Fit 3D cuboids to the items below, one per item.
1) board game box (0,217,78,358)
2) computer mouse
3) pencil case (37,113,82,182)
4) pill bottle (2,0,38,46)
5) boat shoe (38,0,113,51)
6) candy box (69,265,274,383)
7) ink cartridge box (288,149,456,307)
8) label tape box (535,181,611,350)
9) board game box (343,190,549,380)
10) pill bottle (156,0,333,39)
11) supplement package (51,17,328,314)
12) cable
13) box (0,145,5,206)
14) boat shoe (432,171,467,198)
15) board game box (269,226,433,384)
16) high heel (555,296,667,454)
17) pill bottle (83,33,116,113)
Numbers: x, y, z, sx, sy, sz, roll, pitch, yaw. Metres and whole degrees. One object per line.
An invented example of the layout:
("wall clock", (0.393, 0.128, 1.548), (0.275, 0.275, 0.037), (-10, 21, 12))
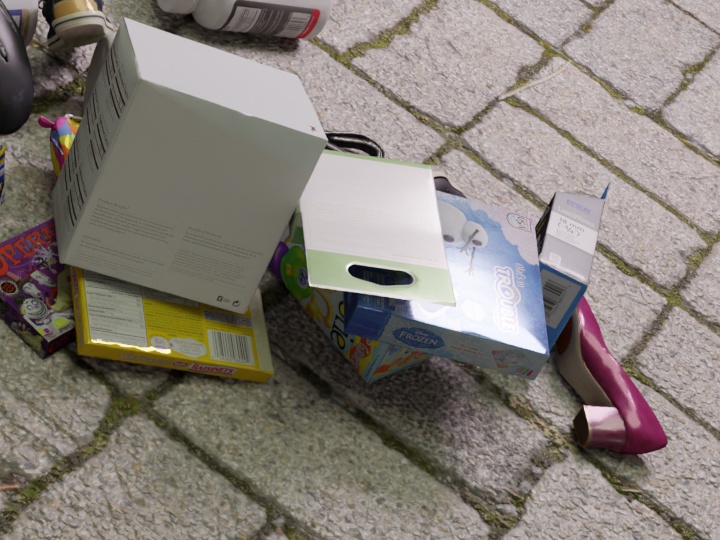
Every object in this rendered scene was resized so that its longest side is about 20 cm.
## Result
("board game box", (-0.273, 0.000, 1.561), (0.120, 0.032, 0.200), (38, 39, 17))
("computer mouse", (-0.398, -0.227, 1.622), (0.140, 0.201, 0.046), (-23, 19, -39))
("pencil case", (-0.222, -0.131, 1.644), (0.199, 0.089, 0.089), (-10, 51, -16))
("pill bottle", (-0.448, -0.275, 1.681), (0.200, 0.116, 0.116), (-12, 54, -40))
("boat shoe", (-0.306, -0.275, 1.730), (0.074, 0.200, 0.063), (-14, 92, -9))
("candy box", (-0.179, 0.048, 1.540), (0.199, 0.026, 0.103), (12, 47, -31))
("ink cartridge box", (0.007, -0.032, 1.523), (0.145, 0.048, 0.200), (8, 44, -14))
("label tape box", (0.206, -0.005, 1.766), (0.063, 0.144, 0.200), (24, 38, -2))
("board game box", (0.082, 0.002, 1.594), (0.198, 0.043, 0.200), (15, 42, -15))
("pill bottle", (-0.142, -0.343, 1.947), (0.199, 0.111, 0.111), (2, 46, -30))
("supplement package", (-0.167, -0.099, 1.530), (0.191, 0.200, 0.147), (17, 25, -24))
("cable", (-0.063, -0.168, 1.853), (0.199, 0.050, 0.097), (29, 42, 1))
("box", (-0.394, -0.043, 1.491), (0.064, 0.070, 0.200), (13, 39, 4))
("boat shoe", (0.083, -0.062, 1.771), (0.063, 0.073, 0.200), (59, 16, 12))
("board game box", (0.000, 0.000, 1.666), (0.105, 0.103, 0.200), (-19, 59, -43))
("high heel", (0.268, 0.109, 1.741), (0.096, 0.067, 0.201), (7, 57, -17))
("pill bottle", (-0.189, -0.184, 1.744), (0.199, 0.113, 0.113), (9, 43, -23))
